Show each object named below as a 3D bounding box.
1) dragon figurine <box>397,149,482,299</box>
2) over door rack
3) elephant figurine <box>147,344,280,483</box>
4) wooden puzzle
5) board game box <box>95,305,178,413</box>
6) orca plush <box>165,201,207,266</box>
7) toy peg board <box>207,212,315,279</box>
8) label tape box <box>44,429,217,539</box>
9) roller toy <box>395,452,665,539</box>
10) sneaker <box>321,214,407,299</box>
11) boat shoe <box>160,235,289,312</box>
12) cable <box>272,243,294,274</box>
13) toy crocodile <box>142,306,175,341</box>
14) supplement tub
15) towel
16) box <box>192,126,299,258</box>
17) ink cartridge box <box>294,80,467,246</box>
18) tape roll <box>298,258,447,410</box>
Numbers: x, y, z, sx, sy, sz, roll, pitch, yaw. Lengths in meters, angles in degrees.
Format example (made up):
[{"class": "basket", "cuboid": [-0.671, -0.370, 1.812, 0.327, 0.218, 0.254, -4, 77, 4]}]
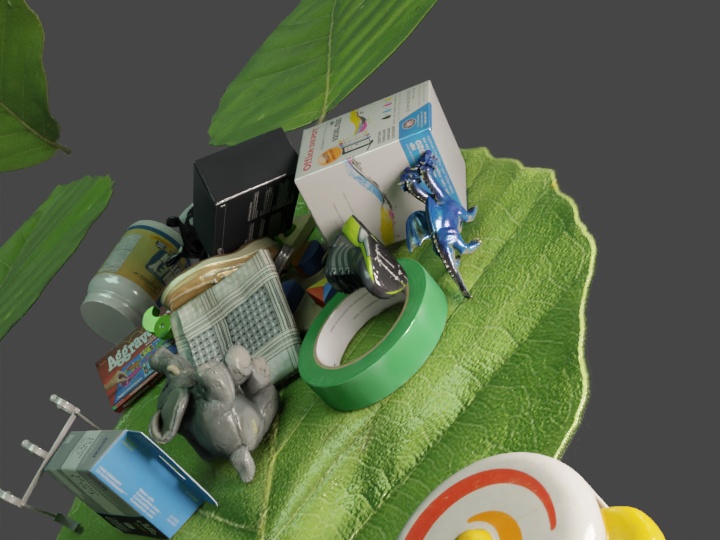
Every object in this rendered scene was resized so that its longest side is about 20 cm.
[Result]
[{"class": "dragon figurine", "cuboid": [0.091, -0.051, 1.146, 0.059, 0.098, 0.203, -41, 36, 46]}, {"class": "over door rack", "cuboid": [-0.416, 0.265, 1.298, 0.066, 0.201, 0.149, 22, 71, 18]}, {"class": "elephant figurine", "cuboid": [-0.210, 0.181, 1.222, 0.198, 0.143, 0.155, -16, 21, 33]}, {"class": "wooden puzzle", "cuboid": [-0.061, 0.012, 1.356, 0.198, 0.046, 0.187, -16, 37, 44]}, {"class": "board game box", "cuboid": [-0.347, 0.133, 1.560, 0.199, 0.019, 0.103, -40, 56, 8]}, {"class": "orca plush", "cuboid": [-0.273, -0.041, 1.535, 0.199, 0.104, 0.072, -34, 54, 48]}, {"class": "toy peg board", "cuboid": [-0.204, -0.031, 1.570, 0.197, 0.098, 0.201, -11, 40, 48]}, {"class": "label tape box", "cuboid": [-0.288, 0.268, 1.178, 0.198, 0.144, 0.067, -10, 39, 49]}, {"class": "roller toy", "cuboid": [0.111, 0.231, 0.662, 0.183, 0.140, 0.199, -50, 27, -13]}, {"class": "sneaker", "cuboid": [0.000, 0.000, 1.161, 0.081, 0.074, 0.200, -47, 18, 6]}, {"class": "boat shoe", "cuboid": [-0.198, 0.019, 1.406, 0.198, 0.072, 0.077, -28, 66, -15]}, {"class": "cable", "cuboid": [-0.145, 0.055, 1.373, 0.201, 0.050, 0.097, -53, -5, 2]}, {"class": "toy crocodile", "cuboid": [-0.259, 0.081, 1.476, 0.197, 0.067, 0.063, -10, 64, 31]}, {"class": "supplement tub", "cuboid": [-0.408, 0.023, 1.727, 0.143, 0.145, 0.202, -17, 36, 42]}, {"class": "towel", "cuboid": [-0.177, 0.095, 1.304, 0.199, 0.034, 0.195, -34, 62, 21]}, {"class": "box", "cuboid": [-0.167, -0.106, 1.372, 0.140, 0.080, 0.200, -27, -15, -20]}, {"class": "ink cartridge box", "cuboid": [0.030, -0.135, 1.288, 0.197, 0.146, 0.148, -19, 33, 17]}, {"class": "tape roll", "cuboid": [0.013, 0.075, 1.148, 0.199, 0.048, 0.202, -34, 27, 19]}]
